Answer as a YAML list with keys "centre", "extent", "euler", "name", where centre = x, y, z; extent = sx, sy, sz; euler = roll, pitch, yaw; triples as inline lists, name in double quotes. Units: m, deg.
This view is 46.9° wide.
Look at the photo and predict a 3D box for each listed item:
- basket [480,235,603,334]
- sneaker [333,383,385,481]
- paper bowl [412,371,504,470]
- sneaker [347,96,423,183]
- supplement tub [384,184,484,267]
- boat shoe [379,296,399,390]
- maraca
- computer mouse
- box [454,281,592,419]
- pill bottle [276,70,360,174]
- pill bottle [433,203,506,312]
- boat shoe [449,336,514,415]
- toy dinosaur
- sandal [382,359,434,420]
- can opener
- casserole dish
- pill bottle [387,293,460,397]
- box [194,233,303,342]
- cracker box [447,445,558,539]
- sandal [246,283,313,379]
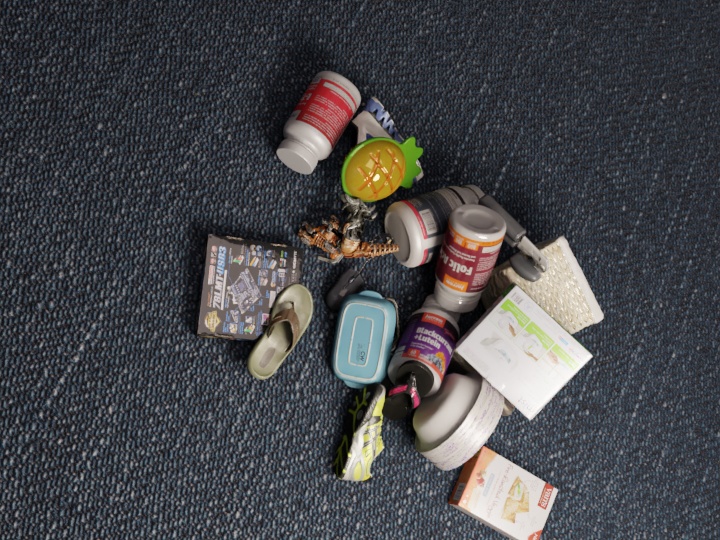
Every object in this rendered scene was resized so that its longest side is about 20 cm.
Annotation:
- centre: [0.373, 0.060, 1.772]
  extent: [0.160, 0.198, 0.201]
  euler: [-28, 90, -18]
  name: "basket"
- centre: [0.011, 0.323, 1.657]
  extent: [0.076, 0.075, 0.201]
  euler: [21, 90, -24]
  name: "sneaker"
- centre: [0.183, 0.287, 1.655]
  extent: [0.104, 0.201, 0.201]
  euler: [40, 70, -8]
  name: "paper bowl"
- centre: [0.039, -0.260, 1.784]
  extent: [0.115, 0.081, 0.200]
  euler: [-36, 108, 1]
  name: "sneaker"
- centre: [0.164, -0.098, 1.756]
  extent: [0.199, 0.140, 0.141]
  euler: [-17, 86, -22]
  name: "supplement tub"
- centre: [0.043, 0.153, 1.706]
  extent: [0.071, 0.068, 0.201]
  euler: [9, 79, -18]
  name: "boat shoe"
- centre: [0.046, -0.210, 1.707]
  extent: [0.199, 0.107, 0.138]
  euler: [-15, 126, -29]
  name: "maraca"
- centre: [0.000, 0.000, 1.713]
  extent: [0.059, 0.034, 0.200]
  euler: [37, 82, 8]
  name: "computer mouse"
- centre: [0.315, 0.155, 1.619]
  extent: [0.200, 0.097, 0.177]
  euler: [42, 98, 3]
  name: "box"
- centre: [-0.090, -0.304, 1.722]
  extent: [0.112, 0.112, 0.201]
  euler: [33, 70, -11]
  name: "pill bottle"
- centre: [0.213, -0.022, 1.666]
  extent: [0.113, 0.201, 0.114]
  euler: [7, 37, -5]
  name: "pill bottle"
- centre: [0.264, 0.221, 1.765]
  extent: [0.073, 0.074, 0.200]
  euler: [-44, 97, -21]
  name: "boat shoe"
- centre: [-0.023, -0.072, 1.710]
  extent: [0.199, 0.102, 0.137]
  euler: [19, 78, -13]
  name: "toy dinosaur"
- centre: [0.087, 0.248, 1.633]
  extent: [0.075, 0.200, 0.045]
  euler: [28, 44, 1]
  name: "sandal"
- centre: [0.297, -0.063, 1.664]
  extent: [0.067, 0.053, 0.200]
  euler: [-36, 71, -19]
  name: "can opener"
- centre: [0.003, 0.141, 1.667]
  extent: [0.120, 0.039, 0.201]
  euler: [10, 93, 9]
  name: "casserole dish"
- centre: [0.139, 0.148, 1.700]
  extent: [0.111, 0.111, 0.201]
  euler: [34, 52, -10]
  name: "pill bottle"
- centre: [-0.219, 0.041, 1.644]
  extent: [0.197, 0.050, 0.201]
  euler: [7, 78, -18]
  name: "box"
- centre: [0.300, 0.473, 1.737]
  extent: [0.199, 0.058, 0.134]
  euler: [31, 72, -12]
  name: "cracker box"
- centre: [-0.148, 0.120, 1.601]
  extent: [0.080, 0.057, 0.202]
  euler: [30, 73, -13]
  name: "sandal"
